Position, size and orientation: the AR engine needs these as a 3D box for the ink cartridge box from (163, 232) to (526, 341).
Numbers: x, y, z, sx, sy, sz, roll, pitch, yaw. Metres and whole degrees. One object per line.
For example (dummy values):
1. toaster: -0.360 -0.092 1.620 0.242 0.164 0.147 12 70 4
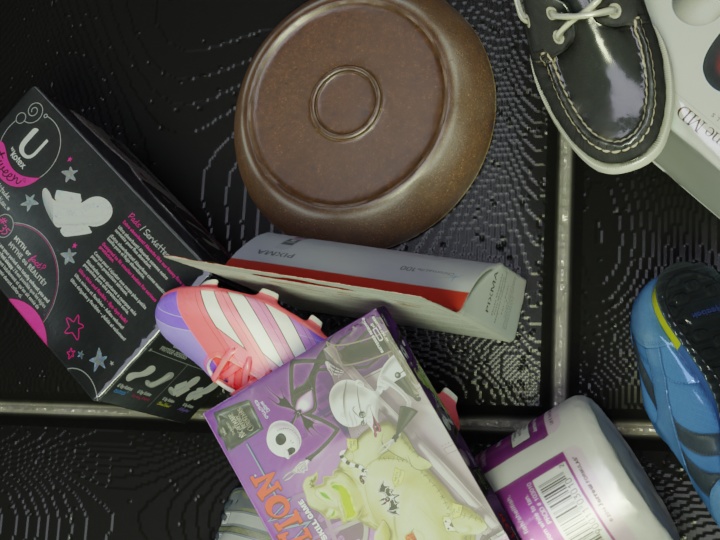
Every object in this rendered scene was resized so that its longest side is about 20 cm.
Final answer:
1. ink cartridge box: 0.000 0.000 0.760 0.162 0.200 0.057 8 79 22

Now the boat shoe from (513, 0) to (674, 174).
1. boat shoe: 0.116 -0.151 0.662 0.073 0.060 0.201 -12 73 18

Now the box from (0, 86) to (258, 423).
1. box: -0.170 -0.009 0.863 0.115 0.132 0.200 -46 67 4

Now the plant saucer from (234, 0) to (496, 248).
1. plant saucer: -0.005 -0.114 0.876 0.199 0.034 0.202 -4 77 19

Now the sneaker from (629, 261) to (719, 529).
1. sneaker: 0.210 0.095 0.728 0.066 0.079 0.201 -8 61 -17

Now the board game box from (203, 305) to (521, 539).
1. board game box: 0.012 0.136 0.690 0.120 0.032 0.201 -32 85 16

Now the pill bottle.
1. pill bottle: 0.080 0.171 0.746 0.200 0.112 0.113 -34 70 12

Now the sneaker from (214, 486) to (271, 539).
1. sneaker: -0.073 0.192 0.830 0.200 0.074 0.081 -36 54 9

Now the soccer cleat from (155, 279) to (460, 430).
1. soccer cleat: -0.036 0.072 0.737 0.199 0.067 0.077 25 55 -1

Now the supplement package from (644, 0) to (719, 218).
1. supplement package: 0.235 -0.153 0.732 0.200 0.147 0.191 -48 68 5
